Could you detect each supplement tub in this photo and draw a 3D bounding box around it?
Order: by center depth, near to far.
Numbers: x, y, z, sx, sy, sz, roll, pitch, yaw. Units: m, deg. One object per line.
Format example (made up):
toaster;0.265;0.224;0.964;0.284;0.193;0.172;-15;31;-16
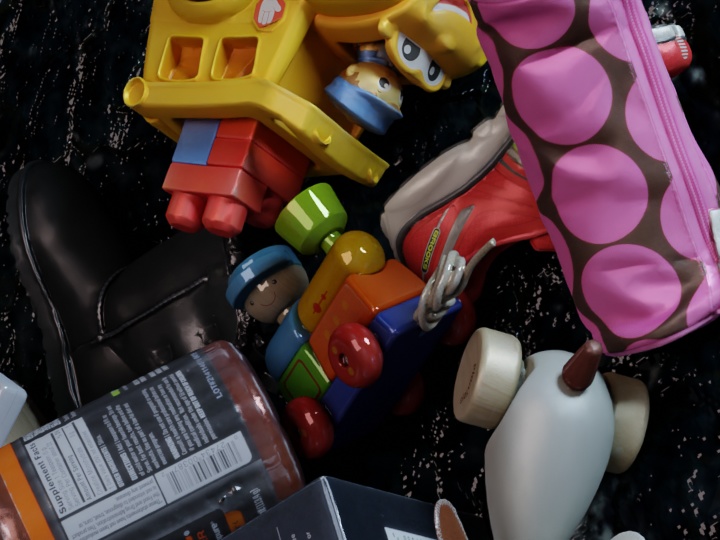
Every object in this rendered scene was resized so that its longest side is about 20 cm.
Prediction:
supplement tub;-0.135;0.125;1.089;0.199;0.107;0.107;-26;57;-10

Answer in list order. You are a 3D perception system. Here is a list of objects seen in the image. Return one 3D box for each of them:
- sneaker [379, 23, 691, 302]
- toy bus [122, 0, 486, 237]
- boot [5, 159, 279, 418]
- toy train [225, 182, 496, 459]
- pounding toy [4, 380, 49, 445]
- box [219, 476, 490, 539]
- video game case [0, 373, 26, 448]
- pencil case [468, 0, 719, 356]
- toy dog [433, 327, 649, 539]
sneaker;0.104;-0.052;1.083;0.200;0.077;0.085;-40;77;23
toy bus;-0.031;-0.105;1.128;0.199;0.136;0.194;3;68;36
boot;-0.124;-0.001;1.228;0.162;0.073;0.200;-27;69;31
toy train;0.000;0.000;1.067;0.116;0.084;0.200;53;140;19
pounding toy;-0.253;0.180;1.252;0.200;0.142;0.184;-48;64;14
box;-0.035;0.207;1.052;0.199;0.148;0.108;-34;59;26
video game case;-0.287;0.124;1.170;0.182;0.022;0.201;27;91;45
pencil case;0.125;-0.064;0.993;0.093;0.090;0.201;-6;110;63
toy dog;0.092;0.112;0.981;0.096;0.131;0.202;115;148;-63
